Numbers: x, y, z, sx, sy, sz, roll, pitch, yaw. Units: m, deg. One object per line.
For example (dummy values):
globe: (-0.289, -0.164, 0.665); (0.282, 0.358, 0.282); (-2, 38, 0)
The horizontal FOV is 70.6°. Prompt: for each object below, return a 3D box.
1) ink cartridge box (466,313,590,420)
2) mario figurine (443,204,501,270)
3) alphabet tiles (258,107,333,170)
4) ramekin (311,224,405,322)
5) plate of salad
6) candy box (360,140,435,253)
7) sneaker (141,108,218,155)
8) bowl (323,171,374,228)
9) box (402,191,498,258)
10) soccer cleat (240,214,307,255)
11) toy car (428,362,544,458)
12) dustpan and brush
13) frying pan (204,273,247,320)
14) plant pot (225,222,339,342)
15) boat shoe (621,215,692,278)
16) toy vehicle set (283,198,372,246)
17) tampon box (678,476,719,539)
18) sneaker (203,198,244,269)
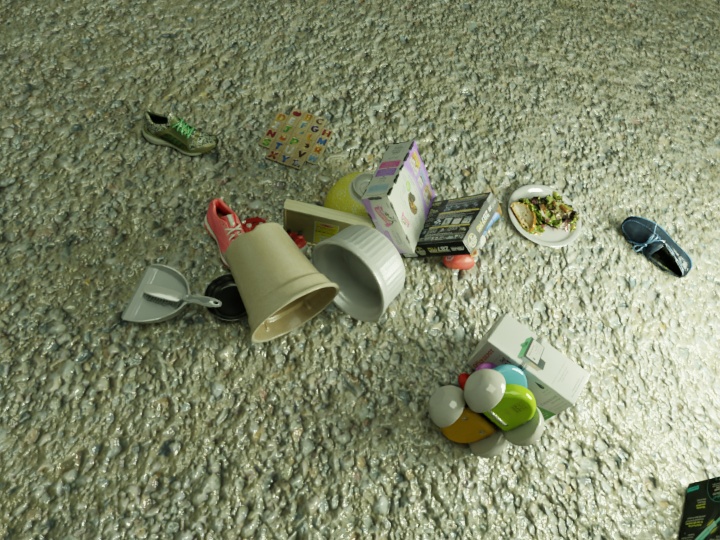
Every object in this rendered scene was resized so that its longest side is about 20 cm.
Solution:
ink cartridge box: (0.335, 0.200, 1.042); (0.200, 0.146, 0.084); (36, 63, 13)
mario figurine: (0.254, -0.091, 1.209); (0.106, 0.124, 0.200); (30, 66, 12)
alphabet tiles: (-0.171, -0.356, 1.363); (0.165, 0.006, 0.201); (20, 59, 3)
ramekin: (0.000, 0.000, 1.080); (0.200, 0.201, 0.098); (40, 55, 14)
plate of salad: (0.483, -0.151, 1.323); (0.199, 0.048, 0.201); (4, 59, -6)
candy box: (0.092, -0.165, 1.152); (0.071, 0.168, 0.201); (-1, 46, 31)
sneaker: (-0.455, -0.350, 1.268); (0.199, 0.089, 0.077); (12, 59, -2)
bowl: (0.013, -0.172, 1.228); (0.199, 0.108, 0.201); (4, 60, -7)
box: (0.198, -0.102, 1.178); (0.049, 0.199, 0.162); (50, 57, -28)
soccer cleat: (-0.201, -0.067, 1.160); (0.199, 0.086, 0.069); (21, 40, 29)
toy car: (0.242, 0.250, 0.978); (0.175, 0.200, 0.150); (41, 38, -17)
dustpan and brush: (-0.384, 0.057, 1.062); (0.199, 0.057, 0.140); (14, 59, 0)
frying pan: (-0.253, 0.035, 1.112); (0.115, 0.031, 0.190); (37, 59, 13)
plant pot: (-0.174, 0.014, 1.028); (0.200, 0.201, 0.184); (-27, 73, -22)
boat shoe: (0.754, -0.063, 1.292); (0.200, 0.084, 0.069); (39, 51, 16)
toy vehicle set: (-0.077, -0.093, 1.159); (0.199, 0.124, 0.027); (13, 59, -2)
tampon box: (0.684, 0.500, 0.920); (0.126, 0.150, 0.201); (28, 60, 8)
sneaker: (-0.290, -0.078, 1.130); (0.073, 0.087, 0.200); (-25, 64, -33)
